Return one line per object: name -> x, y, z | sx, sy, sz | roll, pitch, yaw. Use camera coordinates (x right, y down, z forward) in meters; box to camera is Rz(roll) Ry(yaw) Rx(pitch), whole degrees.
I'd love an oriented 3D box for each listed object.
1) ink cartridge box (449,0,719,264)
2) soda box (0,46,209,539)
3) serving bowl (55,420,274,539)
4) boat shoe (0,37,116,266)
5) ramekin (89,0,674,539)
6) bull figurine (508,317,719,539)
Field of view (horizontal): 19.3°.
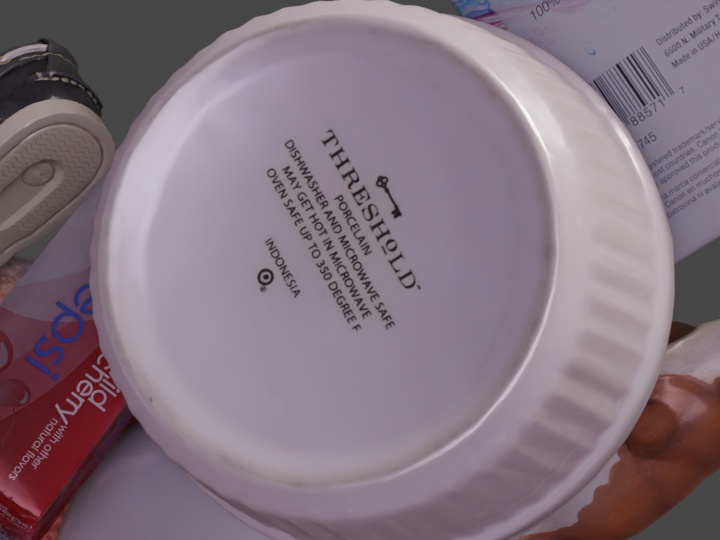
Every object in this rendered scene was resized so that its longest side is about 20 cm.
ink cartridge box -> 0.126, -0.130, 0.796 | 0.145, 0.145, 0.200 | -33, 91, 32
soda box -> -0.095, 0.012, 0.828 | 0.063, 0.070, 0.200 | 35, 66, 1
serving bowl -> -0.054, 0.146, 0.825 | 0.200, 0.066, 0.200 | 6, 100, 36
boat shoe -> -0.193, -0.021, 0.884 | 0.200, 0.072, 0.068 | -35, 54, 10
ramekin -> 0.000, 0.000, 0.721 | 0.202, 0.094, 0.203 | -2, 81, 16
bull figurine -> 0.097, 0.060, 0.818 | 0.200, 0.121, 0.065 | -51, 44, 34
